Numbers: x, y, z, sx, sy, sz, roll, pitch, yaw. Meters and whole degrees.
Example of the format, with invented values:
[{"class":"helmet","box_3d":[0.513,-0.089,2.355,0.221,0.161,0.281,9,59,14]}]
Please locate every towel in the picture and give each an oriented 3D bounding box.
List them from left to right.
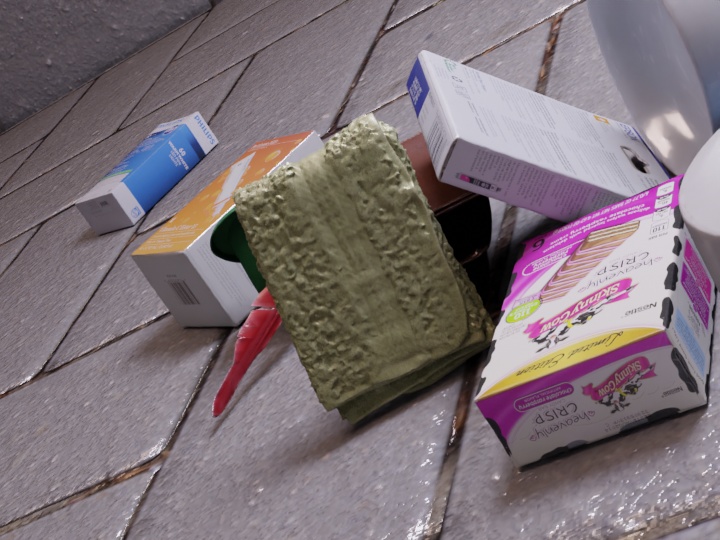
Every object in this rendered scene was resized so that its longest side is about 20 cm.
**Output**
[{"class":"towel","box_3d":[0.000,0.000,1.125,0.147,0.202,0.036,-28,-3,11]}]

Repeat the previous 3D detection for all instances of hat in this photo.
[{"class":"hat","box_3d":[-0.042,0.028,1.363,0.198,0.178,0.166,-25,-22,11]}]

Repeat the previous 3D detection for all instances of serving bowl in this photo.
[{"class":"serving bowl","box_3d":[0.240,-0.167,1.118,0.065,0.202,0.200,-25,19,-3]}]

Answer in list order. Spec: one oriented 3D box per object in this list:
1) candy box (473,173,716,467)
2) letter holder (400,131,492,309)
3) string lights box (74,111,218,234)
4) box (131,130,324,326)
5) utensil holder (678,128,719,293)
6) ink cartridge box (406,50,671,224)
[{"class":"candy box","box_3d":[0.160,0.029,0.986,0.135,0.061,0.201,-24,23,27]},{"class":"letter holder","box_3d":[0.069,-0.041,1.242,0.141,0.101,0.200,-28,20,11]},{"class":"string lights box","box_3d":[-0.304,-0.140,2.137,0.102,0.059,0.200,-10,31,49]},{"class":"box","box_3d":[-0.117,-0.042,1.546,0.200,0.098,0.124,-45,22,-28]},{"class":"utensil holder","box_3d":[0.253,0.017,0.655,0.169,0.201,0.170,-30,21,12]},{"class":"ink cartridge box","box_3d":[0.141,-0.092,1.153,0.197,0.198,0.044,-101,33,-64]}]
